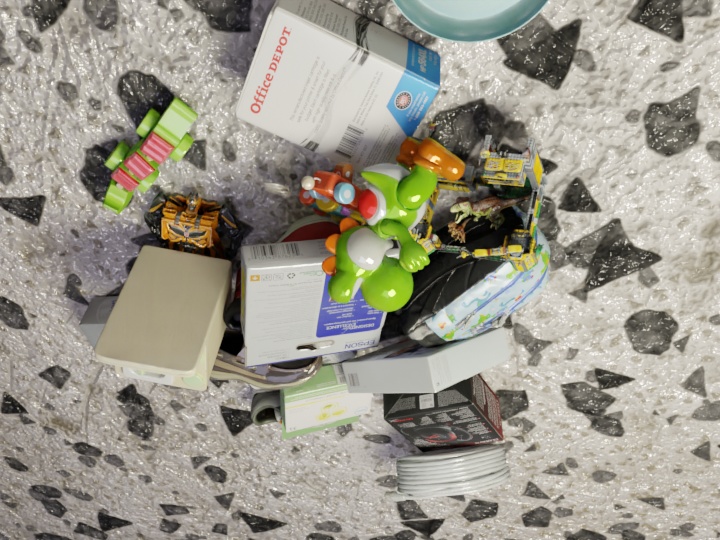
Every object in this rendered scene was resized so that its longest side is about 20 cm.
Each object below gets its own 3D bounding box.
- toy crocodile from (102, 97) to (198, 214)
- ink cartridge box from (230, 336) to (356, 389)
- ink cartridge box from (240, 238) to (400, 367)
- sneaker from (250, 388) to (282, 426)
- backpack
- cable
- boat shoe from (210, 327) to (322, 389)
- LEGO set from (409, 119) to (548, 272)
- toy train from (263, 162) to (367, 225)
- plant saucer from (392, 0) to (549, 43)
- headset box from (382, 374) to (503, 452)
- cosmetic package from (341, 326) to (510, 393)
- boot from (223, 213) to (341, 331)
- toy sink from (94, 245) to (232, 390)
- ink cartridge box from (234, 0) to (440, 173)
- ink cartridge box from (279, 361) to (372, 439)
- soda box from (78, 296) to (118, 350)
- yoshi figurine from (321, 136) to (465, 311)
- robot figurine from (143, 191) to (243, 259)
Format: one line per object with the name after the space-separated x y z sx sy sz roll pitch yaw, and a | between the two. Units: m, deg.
-0.279 -0.149 0.961 0.067 0.062 0.199 39 126 -24 | toy crocodile
-0.113 0.103 1.154 0.197 0.067 0.116 -21 126 25 | ink cartridge box
-0.057 0.039 0.957 0.194 0.048 0.202 -7 143 -16 | ink cartridge box
-0.099 0.220 1.249 0.197 0.080 0.075 -17 126 21 | sneaker
0.150 -0.002 0.971 0.152 0.164 0.200 28 119 -25 | backpack
0.156 0.341 1.265 0.198 0.071 0.198 -18 165 36 | cable
-0.154 0.123 1.083 0.196 0.075 0.074 1 131 6 | boat shoe
0.129 -0.088 0.867 0.197 0.156 0.116 18 167 29 | LEGO set
-0.032 -0.102 0.908 0.149 0.056 0.199 25 176 -32 | toy train
0.115 -0.335 0.757 0.196 0.028 0.203 4 131 5 | plant saucer
0.139 0.227 1.191 0.146 0.076 0.200 -14 146 21 | headset box
0.089 0.128 1.046 0.199 0.149 0.053 -14 89 53 | cosmetic package
-0.103 0.011 1.019 0.198 0.146 0.072 -28 121 28 | boot
-0.257 0.083 0.991 0.128 0.202 0.113 9 134 -2 | toy sink
-0.026 -0.213 0.848 0.197 0.085 0.147 23 131 -12 | ink cartridge box
-0.057 0.225 1.189 0.143 0.048 0.202 -10 139 -14 | ink cartridge box
-0.338 0.083 1.175 0.196 0.064 0.069 -3 132 12 | soda box
0.044 -0.039 0.816 0.111 0.202 0.112 33 179 27 | yoshi figurine
-0.242 -0.024 1.068 0.142 0.059 0.202 10 133 -1 | robot figurine
